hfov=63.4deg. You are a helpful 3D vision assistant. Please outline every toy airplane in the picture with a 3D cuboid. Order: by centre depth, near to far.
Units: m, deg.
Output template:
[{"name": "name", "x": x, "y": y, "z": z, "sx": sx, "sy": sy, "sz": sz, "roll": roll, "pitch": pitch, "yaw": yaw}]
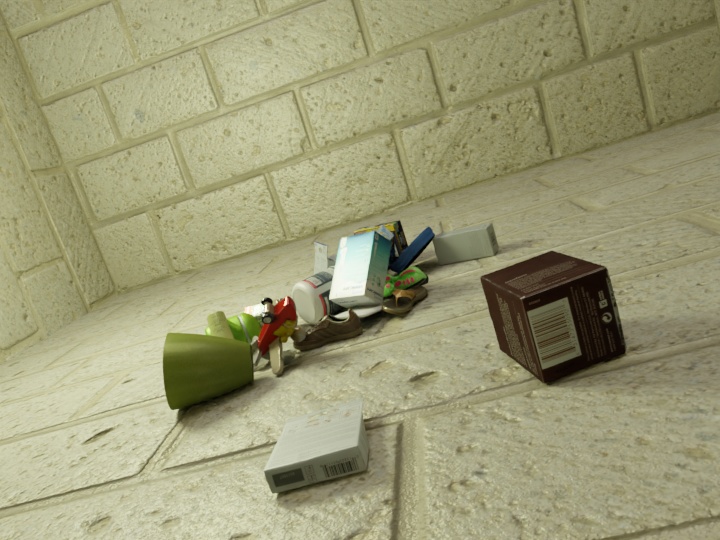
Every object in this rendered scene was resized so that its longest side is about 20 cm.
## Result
[{"name": "toy airplane", "x": -0.215, "y": 0.171, "z": 1.544, "sx": 0.140, "sy": 0.202, "sz": 0.199, "roll": 11, "pitch": -9, "yaw": -20}]

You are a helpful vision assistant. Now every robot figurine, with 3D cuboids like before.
[{"name": "robot figurine", "x": -0.378, "y": 0.198, "z": 1.713, "sx": 0.199, "sy": 0.116, "sz": 0.176, "roll": -22, "pitch": -18, "yaw": -16}]

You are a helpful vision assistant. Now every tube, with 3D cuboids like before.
[{"name": "tube", "x": -0.364, "y": 0.204, "z": 1.575, "sx": 0.058, "sy": 0.201, "sz": 0.052, "roll": -39, "pitch": -30, "yaw": 26}]

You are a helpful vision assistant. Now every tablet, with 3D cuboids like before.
[{"name": "tablet", "x": 0.017, "y": 0.112, "z": 1.681, "sx": 0.129, "sy": 0.014, "sz": 0.199, "roll": -9, "pitch": 3, "yaw": 36}]

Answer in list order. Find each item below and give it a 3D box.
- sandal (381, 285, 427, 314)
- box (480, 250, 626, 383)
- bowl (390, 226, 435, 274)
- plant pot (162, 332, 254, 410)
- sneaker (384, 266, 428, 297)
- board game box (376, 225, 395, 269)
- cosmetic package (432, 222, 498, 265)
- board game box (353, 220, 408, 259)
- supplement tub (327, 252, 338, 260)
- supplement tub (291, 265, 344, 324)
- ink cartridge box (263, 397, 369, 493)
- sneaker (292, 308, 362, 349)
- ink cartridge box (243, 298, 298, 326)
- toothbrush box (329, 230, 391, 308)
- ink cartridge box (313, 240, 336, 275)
[{"name": "sandal", "x": 0.125, "y": 0.072, "z": 1.651, "sx": 0.080, "sy": 0.054, "sz": 0.200, "roll": 12, "pitch": 25, "yaw": 34}, {"name": "box", "x": 0.347, "y": 0.077, "z": 1.076, "sx": 0.163, "sy": 0.167, "sz": 0.200, "roll": -20, "pitch": 13, "yaw": -5}, {"name": "bowl", "x": 0.185, "y": -0.066, "z": 2.019, "sx": 0.201, "sy": 0.039, "sz": 0.201, "roll": -47, "pitch": -7, "yaw": -7}, {"name": "plant pot", "x": -0.368, "y": 0.239, "z": 1.443, "sx": 0.198, "sy": 0.189, "sz": 0.187, "roll": -4, "pitch": 10, "yaw": -8}, {"name": "sneaker", "x": 0.131, "y": 0.046, "z": 1.798, "sx": 0.083, "sy": 0.077, "sz": 0.199, "roll": 20, "pitch": -22, "yaw": -33}, {"name": "board game box", "x": 0.045, "y": -0.047, "z": 1.967, "sx": 0.200, "sy": 0.200, "sz": 0.062, "roll": -35, "pitch": 63, "yaw": -29}, {"name": "cosmetic package", "x": 0.352, "y": -0.088, "z": 1.960, "sx": 0.199, "sy": 0.102, "sz": 0.074, "roll": -9, "pitch": 15, "yaw": 31}, {"name": "board game box", "x": 0.085, "y": -0.091, "z": 2.206, "sx": 0.199, "sy": 0.166, "sz": 0.057, "roll": -7, "pitch": 16, "yaw": 41}, {"name": "supplement tub", "x": -0.019, "y": -0.023, "z": 2.133, "sx": 0.199, "sy": 0.133, "sz": 0.132, "roll": -24, "pitch": 14, "yaw": -30}, {"name": "supplement tub", "x": -0.101, "y": 0.069, "z": 1.823, "sx": 0.199, "sy": 0.141, "sz": 0.140, "roll": -26, "pitch": 15, "yaw": -35}, {"name": "ink cartridge box", "x": -0.066, "y": 0.298, "z": 1.009, "sx": 0.161, "sy": 0.057, "sz": 0.200, "roll": -17, "pitch": 4, "yaw": 6}, {"name": "sneaker", "x": -0.096, "y": 0.156, "z": 1.585, "sx": 0.199, "sy": 0.076, "sz": 0.070, "roll": -16, "pitch": 12, "yaw": 8}, {"name": "ink cartridge box", "x": -0.307, "y": 0.153, "z": 1.817, "sx": 0.199, "sy": 0.109, "sz": 0.051, "roll": -13, "pitch": 51, "yaw": 19}, {"name": "toothbrush box", "x": 0.000, "y": 0.000, "z": 1.708, "sx": 0.146, "sy": 0.201, "sz": 0.085, "roll": -10, "pitch": -29, "yaw": 42}, {"name": "ink cartridge box", "x": -0.125, "y": 0.004, "z": 2.017, "sx": 0.040, "sy": 0.202, "sz": 0.200, "roll": 1, "pitch": 7, "yaw": -17}]
